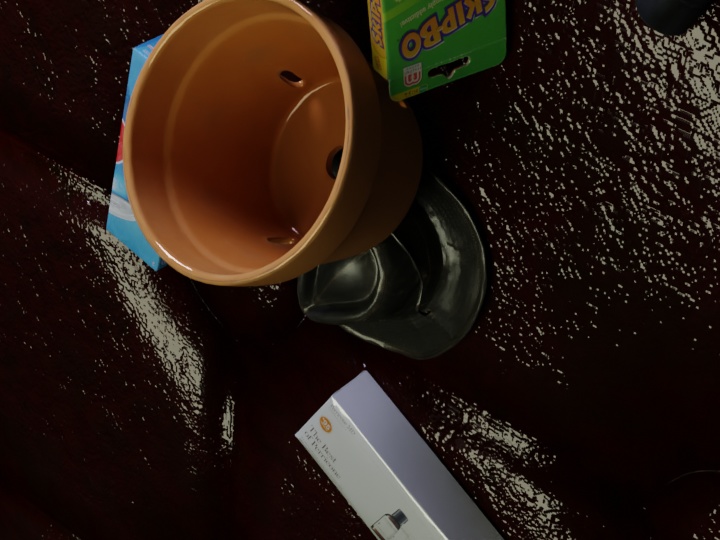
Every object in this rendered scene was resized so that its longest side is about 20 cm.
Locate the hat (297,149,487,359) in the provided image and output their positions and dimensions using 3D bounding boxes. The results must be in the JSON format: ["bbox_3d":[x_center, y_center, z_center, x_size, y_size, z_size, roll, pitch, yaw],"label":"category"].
[{"bbox_3d":[0.000,0.000,1.215,0.200,0.081,0.202,25,131,32],"label":"hat"}]

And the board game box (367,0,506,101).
[{"bbox_3d":[0.047,-0.211,1.010,0.030,0.095,0.201,42,146,49],"label":"board game box"}]

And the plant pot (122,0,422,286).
[{"bbox_3d":[-0.048,-0.083,1.111,0.199,0.140,0.202,-5,82,35],"label":"plant pot"}]

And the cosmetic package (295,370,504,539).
[{"bbox_3d":[0.036,0.188,1.325,0.200,0.051,0.083,50,139,8],"label":"cosmetic package"}]

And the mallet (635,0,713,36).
[{"bbox_3d":[0.144,-0.226,0.966,0.200,0.041,0.066,46,141,20],"label":"mallet"}]

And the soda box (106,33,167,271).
[{"bbox_3d":[-0.159,-0.100,1.323,0.068,0.064,0.201,37,136,21],"label":"soda box"}]
